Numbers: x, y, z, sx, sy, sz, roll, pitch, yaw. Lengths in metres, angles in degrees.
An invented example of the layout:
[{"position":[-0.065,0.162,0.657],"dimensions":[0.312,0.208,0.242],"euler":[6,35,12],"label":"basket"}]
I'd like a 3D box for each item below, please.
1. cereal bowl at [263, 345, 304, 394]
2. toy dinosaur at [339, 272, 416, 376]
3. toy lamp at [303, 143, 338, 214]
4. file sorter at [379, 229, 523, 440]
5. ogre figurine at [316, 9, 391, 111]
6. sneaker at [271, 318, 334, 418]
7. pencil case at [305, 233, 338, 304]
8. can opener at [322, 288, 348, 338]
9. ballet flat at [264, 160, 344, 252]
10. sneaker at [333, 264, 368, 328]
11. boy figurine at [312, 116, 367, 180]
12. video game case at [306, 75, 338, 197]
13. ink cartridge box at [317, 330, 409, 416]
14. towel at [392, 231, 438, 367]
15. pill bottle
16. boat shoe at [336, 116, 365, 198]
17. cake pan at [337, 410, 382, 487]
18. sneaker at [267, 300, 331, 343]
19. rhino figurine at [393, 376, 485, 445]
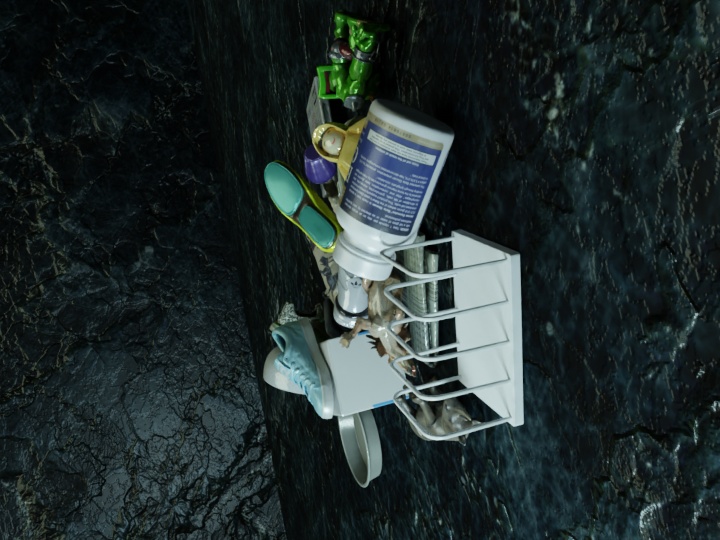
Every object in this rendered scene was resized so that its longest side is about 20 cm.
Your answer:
[{"position":[-0.105,0.193,1.421],"dimensions":[0.200,0.195,0.086],"euler":[-155,73,-69],"label":"cereal bowl"},{"position":[0.036,0.049,0.981],"dimensions":[0.135,0.084,0.206],"euler":[12,-99,-68],"label":"toy dinosaur"},{"position":[-0.053,-0.141,1.156],"dimensions":[0.201,0.057,0.059],"euler":[65,-178,-58],"label":"toy lamp"},{"position":[0.102,0.074,0.796],"dimensions":[0.139,0.121,0.206],"euler":[-145,47,-66],"label":"file sorter"},{"position":[-0.015,-0.313,1.000],"dimensions":[0.200,0.096,0.123],"euler":[40,127,47],"label":"ogre figurine"},{"position":[-0.102,0.171,1.144],"dimensions":[0.202,0.080,0.075],"euler":[-118,24,-44],"label":"sneaker"},{"position":[-0.037,-0.009,1.265],"dimensions":[0.078,0.088,0.203],"euler":[-46,48,25],"label":"pencil case"},{"position":[-0.040,0.071,1.320],"dimensions":[0.066,0.052,0.201],"euler":[45,-167,-17],"label":"can opener"},{"position":[-0.087,-0.103,1.122],"dimensions":[0.201,0.066,0.067],"euler":[49,113,25],"label":"ballet flat"},{"position":[0.000,0.000,1.088],"dimensions":[0.201,0.073,0.118],"euler":[-81,1,-67],"label":"sneaker"},{"position":[0.006,-0.169,0.974],"dimensions":[0.199,0.063,0.127],"euler":[39,119,38],"label":"boy figurine"},{"position":[-0.070,-0.246,1.283],"dimensions":[0.200,0.021,0.188],"euler":[161,99,-80],"label":"video game case"},{"position":[-0.012,0.181,1.211],"dimensions":[0.200,0.125,0.129],"euler":[145,113,-72],"label":"ink cartridge box"},{"position":[0.072,0.017,1.025],"dimensions":[0.193,0.034,0.206],"euler":[-136,37,-67],"label":"towel"},{"position":[0.032,-0.097,0.843],"dimensions":[0.111,0.109,0.204],"euler":[51,126,55],"label":"pill bottle"},{"position":[-0.008,-0.145,1.102],"dimensions":[0.068,0.073,0.206],"euler":[-143,52,-71],"label":"boat shoe"},{"position":[-0.002,0.346,1.418],"dimensions":[0.200,0.036,0.206],"euler":[169,91,-73],"label":"cake pan"},{"position":[-0.080,0.114,1.327],"dimensions":[0.077,0.196,0.091],"euler":[33,102,60],"label":"sneaker"},{"position":[0.111,0.197,0.932],"dimensions":[0.088,0.059,0.200],"euler":[54,161,-2],"label":"rhino figurine"}]
